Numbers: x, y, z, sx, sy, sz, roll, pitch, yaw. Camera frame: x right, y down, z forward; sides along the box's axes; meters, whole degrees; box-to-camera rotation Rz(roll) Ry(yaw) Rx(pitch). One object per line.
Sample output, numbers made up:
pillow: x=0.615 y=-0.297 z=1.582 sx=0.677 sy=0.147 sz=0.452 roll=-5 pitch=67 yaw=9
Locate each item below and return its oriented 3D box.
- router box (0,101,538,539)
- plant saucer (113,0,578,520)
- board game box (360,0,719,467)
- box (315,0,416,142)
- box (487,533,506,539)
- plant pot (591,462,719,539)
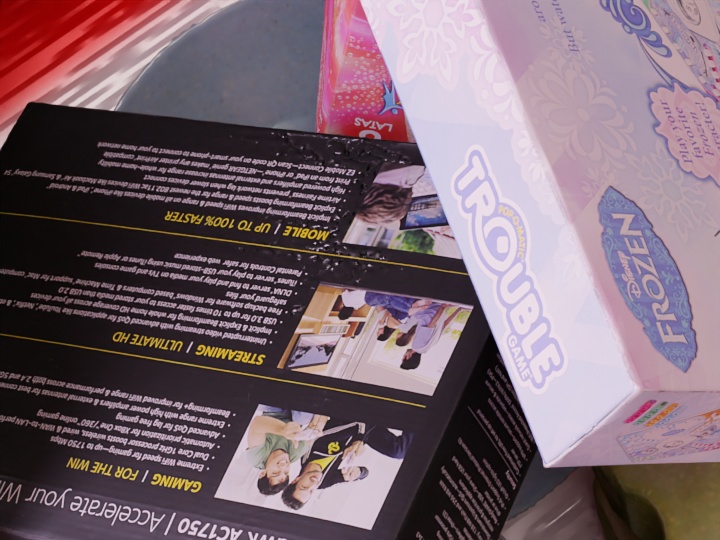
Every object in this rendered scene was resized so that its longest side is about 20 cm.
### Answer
router box: x=-0.044 y=0.029 z=0.781 sx=0.199 sy=0.051 sz=0.150 roll=8 pitch=57 yaw=33
plant saucer: x=0.000 y=0.000 z=0.933 sx=0.199 sy=0.039 sz=0.202 roll=2 pitch=76 yaw=-8
board game box: x=0.097 y=-0.043 z=0.756 sx=0.198 sy=0.043 sz=0.201 roll=3 pitch=56 yaw=-41
box: x=0.042 y=-0.137 z=0.910 sx=0.094 sy=0.103 sz=0.201 roll=8 pitch=54 yaw=-6
box: x=0.007 y=0.200 z=0.805 sx=0.197 sy=0.124 sz=0.200 roll=48 pitch=72 yaw=-23
plant pot: x=0.178 y=0.075 z=0.880 sx=0.183 sy=0.200 sz=0.201 roll=-25 pitch=81 yaw=-3
